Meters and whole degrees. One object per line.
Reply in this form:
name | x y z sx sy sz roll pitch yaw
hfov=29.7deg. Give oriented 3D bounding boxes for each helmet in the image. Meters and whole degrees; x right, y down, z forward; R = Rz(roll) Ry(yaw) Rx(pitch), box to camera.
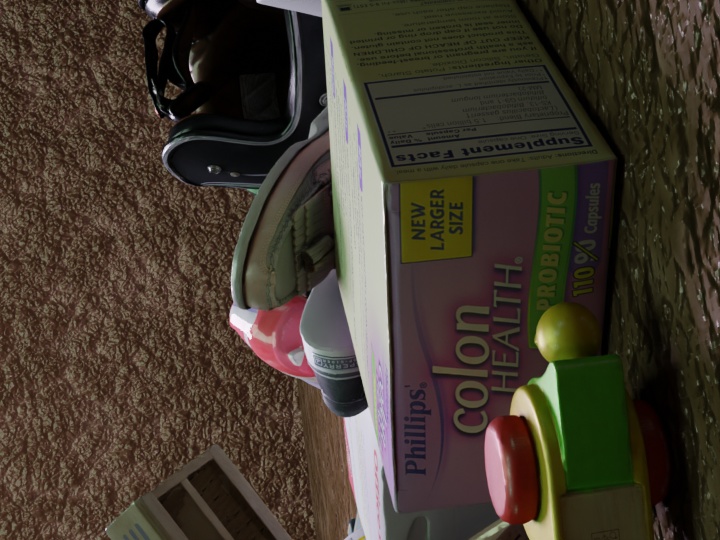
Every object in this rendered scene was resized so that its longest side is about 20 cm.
helmet | -0.057 -0.155 1.011 0.200 0.189 0.201 -15 -90 -76

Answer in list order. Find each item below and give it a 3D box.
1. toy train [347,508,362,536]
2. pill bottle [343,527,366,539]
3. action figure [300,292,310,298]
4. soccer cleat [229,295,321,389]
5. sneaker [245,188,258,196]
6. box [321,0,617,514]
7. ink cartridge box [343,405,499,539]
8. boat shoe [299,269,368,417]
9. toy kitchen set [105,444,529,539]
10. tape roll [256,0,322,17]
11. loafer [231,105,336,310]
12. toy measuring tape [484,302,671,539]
toy train | 0.029 0.274 1.181 0.200 0.085 0.115 -104 22 -61
pill bottle | 0.033 0.256 0.953 0.200 0.108 0.110 -133 37 -80
action figure | 0.000 0.000 1.054 0.200 0.101 0.120 90 167 -73
soccer cleat | -0.015 0.067 1.016 0.076 0.200 0.067 20 82 42
sneaker | -0.048 -0.132 1.168 0.078 0.085 0.200 -56 2 42
box | 0.044 -0.021 0.654 0.200 0.096 0.177 -104 10 -56
ink cartridge box | 0.040 0.122 0.882 0.200 0.083 0.146 -110 15 -65
boat shoe | 0.015 0.007 0.851 0.201 0.071 0.068 -70 -22 -46
toy kitchen set | -0.044 0.173 0.724 0.181 0.163 0.200 51 131 6
tape roll | -0.006 -0.240 0.750 0.202 0.070 0.204 -170 90 -81
loafer | -0.016 -0.043 0.809 0.200 0.062 0.072 -61 -20 -52
toy measuring tape | 0.087 0.112 0.528 0.074 0.073 0.202 -173 78 -83
